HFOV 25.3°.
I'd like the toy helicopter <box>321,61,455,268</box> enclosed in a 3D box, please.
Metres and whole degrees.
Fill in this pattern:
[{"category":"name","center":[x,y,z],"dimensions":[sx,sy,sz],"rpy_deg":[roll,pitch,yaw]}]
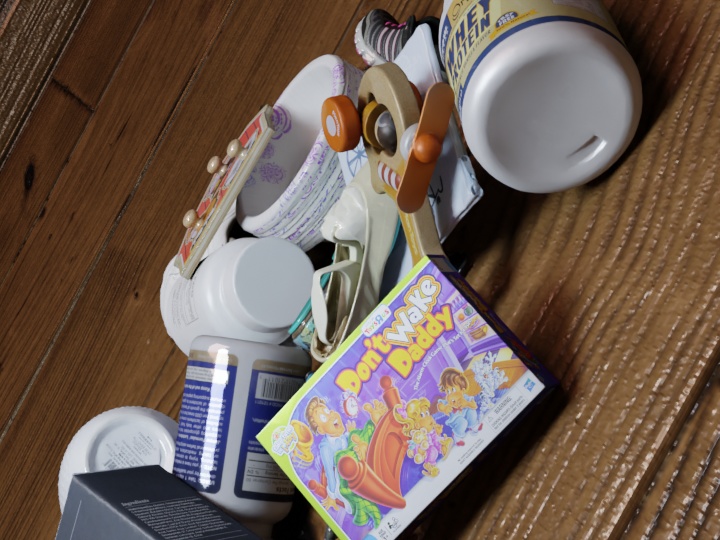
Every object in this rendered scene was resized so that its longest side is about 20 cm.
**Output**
[{"category":"toy helicopter","center":[0.044,-0.071,1.303],"dimensions":[0.132,0.078,0.202],"rpy_deg":[-22,83,66]}]

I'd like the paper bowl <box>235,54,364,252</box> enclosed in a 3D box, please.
[{"category":"paper bowl","center":[-0.037,-0.111,1.656],"dimensions":[0.201,0.104,0.202],"rpy_deg":[-45,29,34]}]

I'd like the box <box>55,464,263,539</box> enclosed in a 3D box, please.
[{"category":"box","center":[-0.166,0.278,1.360],"dimensions":[0.199,0.106,0.150],"rpy_deg":[29,108,35]}]

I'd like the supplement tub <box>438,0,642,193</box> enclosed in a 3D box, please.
[{"category":"supplement tub","center":[0.140,-0.172,1.307],"dimensions":[0.145,0.143,0.201],"rpy_deg":[-51,26,24]}]

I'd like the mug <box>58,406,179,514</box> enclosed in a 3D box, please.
[{"category":"mug","center":[-0.208,0.229,1.558],"dimensions":[0.147,0.201,0.176],"rpy_deg":[-29,-17,-17]}]

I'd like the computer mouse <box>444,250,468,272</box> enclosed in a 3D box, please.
[{"category":"computer mouse","center":[0.050,0.073,1.352],"dimensions":[0.141,0.046,0.201],"rpy_deg":[-52,26,23]}]

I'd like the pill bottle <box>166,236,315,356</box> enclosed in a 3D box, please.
[{"category":"pill bottle","center":[-0.119,0.029,1.633],"dimensions":[0.200,0.113,0.115],"rpy_deg":[-26,41,65]}]

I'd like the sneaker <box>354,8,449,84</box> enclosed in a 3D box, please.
[{"category":"sneaker","center":[0.055,-0.225,1.634],"dimensions":[0.088,0.073,0.201],"rpy_deg":[-53,30,20]}]

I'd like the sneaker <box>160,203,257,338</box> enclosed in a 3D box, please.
[{"category":"sneaker","center":[-0.163,-0.007,1.845],"dimensions":[0.202,0.077,0.099],"rpy_deg":[-64,27,-2]}]

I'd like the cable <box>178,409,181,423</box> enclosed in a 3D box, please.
[{"category":"cable","center":[-0.166,0.164,1.670],"dimensions":[0.200,0.050,0.098],"rpy_deg":[20,119,62]}]

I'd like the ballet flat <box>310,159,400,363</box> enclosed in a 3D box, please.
[{"category":"ballet flat","center":[-0.007,-0.011,1.394],"dimensions":[0.069,0.069,0.203],"rpy_deg":[-149,66,-67]}]

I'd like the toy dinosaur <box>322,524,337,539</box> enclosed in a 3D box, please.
[{"category":"toy dinosaur","center":[-0.002,0.217,1.312],"dimensions":[0.088,0.047,0.200],"rpy_deg":[-52,28,7]}]

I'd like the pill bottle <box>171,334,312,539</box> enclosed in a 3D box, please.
[{"category":"pill bottle","center":[-0.112,0.166,1.464],"dimensions":[0.115,0.114,0.203],"rpy_deg":[-1,80,64]}]

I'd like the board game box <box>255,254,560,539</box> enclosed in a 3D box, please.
[{"category":"board game box","center":[0.033,0.106,1.218],"dimensions":[0.200,0.135,0.045],"rpy_deg":[-47,-16,15]}]

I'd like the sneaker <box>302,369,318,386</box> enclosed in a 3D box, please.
[{"category":"sneaker","center":[-0.018,0.115,1.363],"dimensions":[0.200,0.072,0.083],"rpy_deg":[-110,12,-72]}]

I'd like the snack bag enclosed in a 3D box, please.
[{"category":"snack bag","center":[0.041,-0.090,1.404],"dimensions":[0.200,0.021,0.190],"rpy_deg":[-54,42,49]}]

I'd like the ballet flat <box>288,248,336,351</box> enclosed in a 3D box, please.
[{"category":"ballet flat","center":[0.000,0.000,1.505],"dimensions":[0.074,0.074,0.201],"rpy_deg":[-21,36,56]}]

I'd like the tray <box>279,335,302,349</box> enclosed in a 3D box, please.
[{"category":"tray","center":[-0.085,0.146,1.584],"dimensions":[0.108,0.022,0.201],"rpy_deg":[-55,24,19]}]

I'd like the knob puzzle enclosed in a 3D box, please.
[{"category":"knob puzzle","center":[-0.153,-0.093,1.703],"dimensions":[0.221,0.030,0.220],"rpy_deg":[-57,13,20]}]
